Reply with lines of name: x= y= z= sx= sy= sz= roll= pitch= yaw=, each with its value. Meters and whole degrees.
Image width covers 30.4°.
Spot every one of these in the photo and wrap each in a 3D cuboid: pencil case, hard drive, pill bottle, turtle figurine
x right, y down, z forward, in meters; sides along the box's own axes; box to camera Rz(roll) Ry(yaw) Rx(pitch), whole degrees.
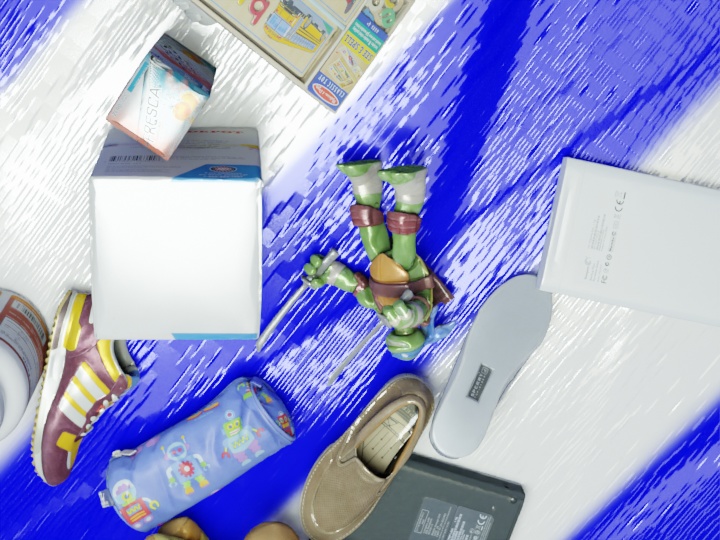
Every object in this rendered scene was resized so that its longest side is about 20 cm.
pencil case: x=-0.164 y=0.181 z=1.324 sx=0.199 sy=0.078 sz=0.087 roll=-31 pitch=99 yaw=5
hard drive: x=0.056 y=0.264 z=1.386 sx=0.198 sy=0.033 sz=0.141 roll=17 pitch=104 yaw=-9
pill bottle: x=-0.355 y=0.096 z=1.221 sx=0.111 sy=0.200 sz=0.113 roll=-1 pitch=106 yaw=-3
hard drive: x=0.283 y=-0.027 z=1.314 sx=0.198 sy=0.027 sz=0.133 roll=11 pitch=94 yaw=-7
turtle figurine: x=0.000 y=0.000 z=1.251 sx=0.198 sy=0.144 sz=0.196 roll=-3 pitch=102 yaw=-7

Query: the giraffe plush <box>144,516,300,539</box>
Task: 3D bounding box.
giraffe plush: x=-0.104 y=0.314 z=1.296 sx=0.161 sy=0.173 sz=0.200 roll=-28 pitch=125 yaw=22

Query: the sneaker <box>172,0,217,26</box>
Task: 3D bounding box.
sneaker: x=-0.154 y=-0.267 z=1.199 sx=0.198 sy=0.077 sz=0.082 roll=11 pitch=107 yaw=-5

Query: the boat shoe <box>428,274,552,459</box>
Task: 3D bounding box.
boat shoe: x=0.123 y=0.094 z=1.327 sx=0.073 sy=0.065 sz=0.201 roll=34 pitch=80 yaw=-2

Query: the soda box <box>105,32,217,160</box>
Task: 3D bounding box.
soda box: x=-0.171 y=-0.157 z=1.163 sx=0.063 sy=0.200 sz=0.069 roll=33 pitch=100 yaw=-13

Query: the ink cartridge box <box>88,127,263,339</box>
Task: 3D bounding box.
ink cartridge box: x=-0.161 y=-0.039 z=1.198 sx=0.145 sy=0.200 sz=0.146 roll=0 pitch=108 yaw=-4

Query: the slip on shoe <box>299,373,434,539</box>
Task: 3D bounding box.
slip on shoe: x=0.005 y=0.193 z=1.313 sx=0.076 sy=0.061 sz=0.200 roll=37 pitch=101 yaw=-9

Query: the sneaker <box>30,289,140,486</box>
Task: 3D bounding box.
sneaker: x=-0.265 y=0.123 z=1.301 sx=0.089 sy=0.075 sz=0.202 roll=11 pitch=106 yaw=-2

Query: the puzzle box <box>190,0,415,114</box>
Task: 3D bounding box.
puzzle box: x=-0.054 y=-0.246 z=1.186 sx=0.199 sy=0.025 sz=0.134 roll=33 pitch=94 yaw=-39
